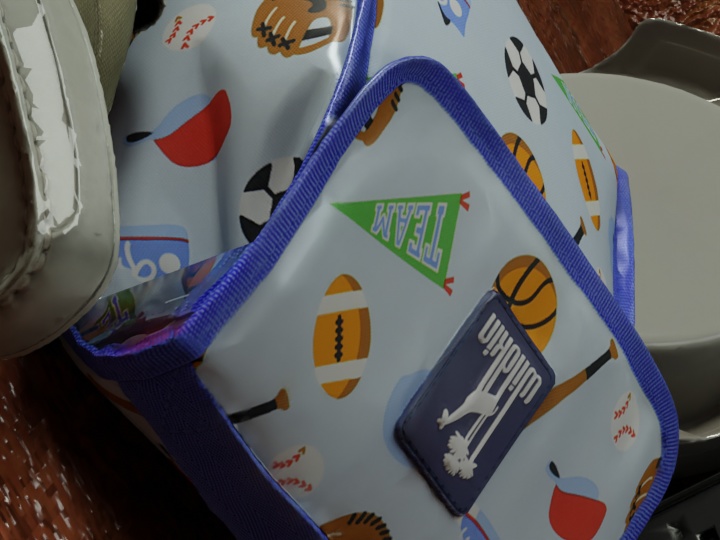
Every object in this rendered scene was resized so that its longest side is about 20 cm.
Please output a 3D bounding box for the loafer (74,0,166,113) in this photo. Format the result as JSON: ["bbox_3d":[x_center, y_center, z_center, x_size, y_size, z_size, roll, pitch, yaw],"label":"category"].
[{"bbox_3d":[-0.087,-0.082,0.603,0.200,0.075,0.070,-90,162,-56],"label":"loafer"}]

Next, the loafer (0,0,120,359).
[{"bbox_3d":[-0.110,-0.072,0.474,0.200,0.070,0.070,58,15,16],"label":"loafer"}]

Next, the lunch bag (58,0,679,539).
[{"bbox_3d":[0.000,0.000,0.658,0.170,0.124,0.200,54,29,-36],"label":"lunch bag"}]

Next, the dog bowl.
[{"bbox_3d":[0.087,-0.008,0.899,0.200,0.199,0.059,-105,-164,-45],"label":"dog bowl"}]

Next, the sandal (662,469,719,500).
[{"bbox_3d":[0.092,0.022,0.988,0.054,0.082,0.200,11,21,-41],"label":"sandal"}]

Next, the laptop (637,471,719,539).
[{"bbox_3d":[0.131,0.115,0.810,0.103,0.177,0.200,50,16,-43],"label":"laptop"}]
